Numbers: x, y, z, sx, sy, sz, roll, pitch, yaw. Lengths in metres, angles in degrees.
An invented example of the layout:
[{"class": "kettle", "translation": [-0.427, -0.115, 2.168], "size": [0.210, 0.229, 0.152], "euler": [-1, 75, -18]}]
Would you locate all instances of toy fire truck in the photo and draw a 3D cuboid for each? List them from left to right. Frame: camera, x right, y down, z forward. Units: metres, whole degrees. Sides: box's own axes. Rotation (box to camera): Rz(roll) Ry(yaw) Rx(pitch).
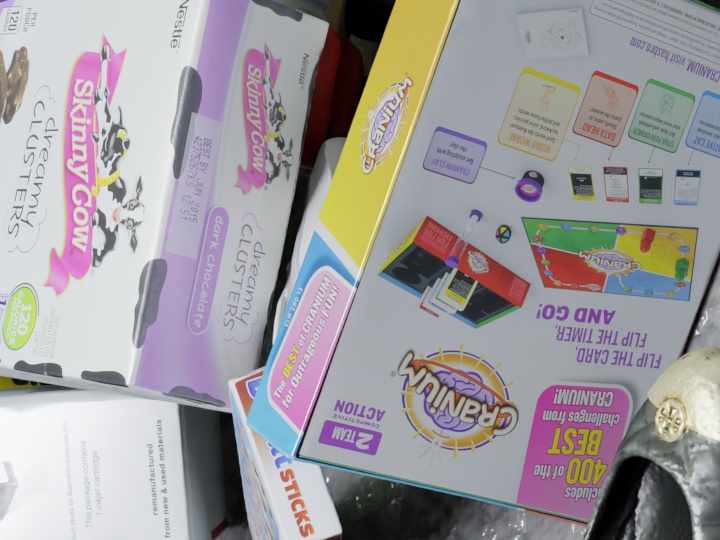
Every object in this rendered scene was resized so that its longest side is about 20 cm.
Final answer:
[{"class": "toy fire truck", "translation": [-0.018, -0.139, 0.897], "size": [0.200, 0.128, 0.176], "euler": [44, -120, -81]}]

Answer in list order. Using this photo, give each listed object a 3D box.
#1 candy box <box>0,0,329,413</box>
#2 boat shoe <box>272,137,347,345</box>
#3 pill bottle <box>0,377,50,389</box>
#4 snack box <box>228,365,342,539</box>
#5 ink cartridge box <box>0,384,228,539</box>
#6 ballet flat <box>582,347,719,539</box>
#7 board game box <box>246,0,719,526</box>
[{"class": "candy box", "translation": [-0.119, -0.034, 0.857], "size": [0.200, 0.071, 0.168], "euler": [4, 80, 44]}, {"class": "boat shoe", "translation": [0.000, 0.000, 0.848], "size": [0.069, 0.072, 0.200], "euler": [-60, 10, 19]}, {"class": "pill bottle", "translation": [-0.186, 0.081, 1.120], "size": [0.112, 0.112, 0.200], "euler": [-38, 47, 44]}, {"class": "snack box", "translation": [-0.029, 0.107, 0.823], "size": [0.200, 0.024, 0.072], "euler": [92, 160, -67]}, {"class": "ink cartridge box", "translation": [-0.172, 0.099, 0.952], "size": [0.144, 0.200, 0.084], "euler": [24, -118, -87]}, {"class": "ballet flat", "translation": [0.090, 0.121, 0.712], "size": [0.066, 0.057, 0.200], "euler": [34, 105, 57]}, {"class": "board game box", "translation": [0.061, -0.015, 0.730], "size": [0.040, 0.153, 0.200], "euler": [29, 100, 58]}]
